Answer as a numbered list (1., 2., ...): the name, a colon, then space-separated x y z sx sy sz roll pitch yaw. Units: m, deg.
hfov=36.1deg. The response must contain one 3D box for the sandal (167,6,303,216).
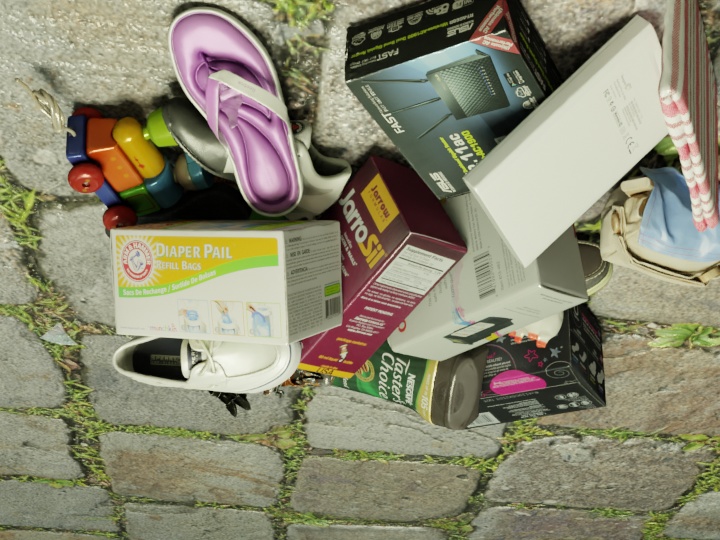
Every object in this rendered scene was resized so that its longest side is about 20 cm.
1. sandal: -0.100 -0.135 0.969 0.081 0.050 0.205 -25 117 4

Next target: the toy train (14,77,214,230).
1. toy train: -0.223 -0.127 1.041 0.114 0.086 0.201 -15 146 9

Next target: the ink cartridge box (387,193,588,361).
1. ink cartridge box: 0.116 -0.011 1.120 0.082 0.148 0.198 14 150 -42

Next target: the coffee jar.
1. coffee jar: 0.050 0.106 1.273 0.197 0.085 0.106 17 113 28

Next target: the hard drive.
1. hard drive: 0.190 -0.108 0.964 0.200 0.026 0.132 -43 139 0

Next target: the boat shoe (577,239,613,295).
1. boat shoe: 0.174 -0.002 1.208 0.196 0.075 0.065 -8 153 18

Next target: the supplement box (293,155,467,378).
1. supplement box: 0.000 0.000 1.117 0.085 0.111 0.200 14 127 -42

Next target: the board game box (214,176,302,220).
1. board game box: -0.106 -0.040 1.217 0.094 0.030 0.201 3 146 1

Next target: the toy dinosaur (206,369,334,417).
1. toy dinosaur: -0.127 0.093 1.217 0.196 0.104 0.136 -1 -172 6

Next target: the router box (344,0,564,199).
1. router box: 0.095 -0.153 0.976 0.148 0.063 0.200 -13 146 26

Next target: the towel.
1. towel: 0.263 -0.143 0.896 0.029 0.149 0.200 -5 149 24

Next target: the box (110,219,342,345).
1. box: -0.128 0.007 1.056 0.197 0.104 0.112 2 -172 28

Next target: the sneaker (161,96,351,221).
1. sneaker: -0.093 -0.123 1.050 0.198 0.075 0.088 28 123 -34

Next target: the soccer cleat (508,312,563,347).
1. soccer cleat: 0.142 0.031 1.280 0.197 0.079 0.069 12 165 26

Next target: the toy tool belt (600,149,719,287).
1. toy tool belt: 0.335 -0.053 1.064 0.196 0.127 0.123 3 158 -1

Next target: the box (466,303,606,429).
1. box: 0.183 0.106 1.345 0.197 0.117 0.132 -13 147 27

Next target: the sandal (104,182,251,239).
1. sandal: -0.190 -0.058 1.171 0.197 0.046 0.075 -15 136 35

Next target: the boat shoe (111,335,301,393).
1. boat shoe: -0.157 0.091 1.110 0.196 0.075 0.065 -9 173 22
